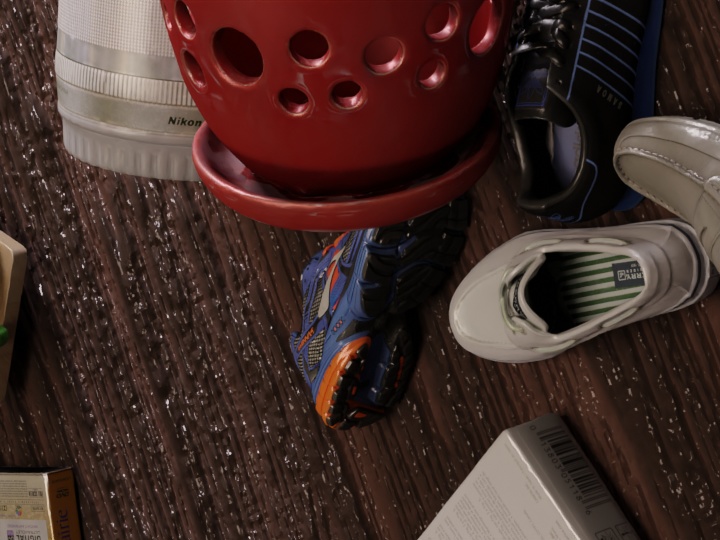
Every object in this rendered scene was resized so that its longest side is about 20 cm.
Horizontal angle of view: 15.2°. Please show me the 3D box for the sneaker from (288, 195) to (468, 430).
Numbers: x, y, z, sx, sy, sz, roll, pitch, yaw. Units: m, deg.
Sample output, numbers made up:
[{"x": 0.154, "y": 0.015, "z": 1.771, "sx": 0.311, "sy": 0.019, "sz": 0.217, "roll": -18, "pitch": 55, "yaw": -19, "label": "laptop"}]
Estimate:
[{"x": 0.000, "y": 0.000, "z": 1.640, "sx": 0.078, "sy": 0.075, "sz": 0.200, "roll": 44, "pitch": 125, "yaw": 36, "label": "sneaker"}]

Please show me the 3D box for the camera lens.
[{"x": -0.104, "y": -0.168, "z": 1.651, "sx": 0.160, "sy": 0.160, "sz": 0.200, "roll": 20, "pitch": 112, "yaw": 42, "label": "camera lens"}]

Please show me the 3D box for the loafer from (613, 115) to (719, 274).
[{"x": 0.204, "y": -0.024, "z": 1.411, "sx": 0.200, "sy": 0.070, "sz": 0.070, "roll": 27, "pitch": 71, "yaw": 41, "label": "loafer"}]

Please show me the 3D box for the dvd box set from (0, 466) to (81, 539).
[{"x": -0.251, "y": 0.243, "z": 1.977, "sx": 0.146, "sy": 0.029, "sz": 0.200, "roll": -5, "pitch": 93, "yaw": 46, "label": "dvd box set"}]

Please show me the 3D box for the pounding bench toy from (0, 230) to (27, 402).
[{"x": -0.304, "y": 0.039, "z": 1.903, "sx": 0.200, "sy": 0.156, "sz": 0.124, "roll": 31, "pitch": 118, "yaw": 39, "label": "pounding bench toy"}]

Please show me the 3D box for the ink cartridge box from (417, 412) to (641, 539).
[{"x": 0.100, "y": 0.206, "z": 1.601, "sx": 0.162, "sy": 0.050, "sz": 0.200, "roll": 57, "pitch": 141, "yaw": 22, "label": "ink cartridge box"}]

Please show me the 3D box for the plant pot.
[{"x": -0.008, "y": -0.133, "z": 1.505, "sx": 0.200, "sy": 0.200, "sz": 0.183, "roll": 23, "pitch": 131, "yaw": 42, "label": "plant pot"}]

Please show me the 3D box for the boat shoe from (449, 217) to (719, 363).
[{"x": 0.109, "y": 0.008, "z": 1.529, "sx": 0.200, "sy": 0.067, "sz": 0.074, "roll": -23, "pitch": 81, "yaw": 46, "label": "boat shoe"}]

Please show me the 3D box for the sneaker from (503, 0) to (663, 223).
[{"x": 0.118, "y": -0.125, "z": 1.486, "sx": 0.070, "sy": 0.078, "sz": 0.200, "roll": 3, "pitch": 100, "yaw": 45, "label": "sneaker"}]
